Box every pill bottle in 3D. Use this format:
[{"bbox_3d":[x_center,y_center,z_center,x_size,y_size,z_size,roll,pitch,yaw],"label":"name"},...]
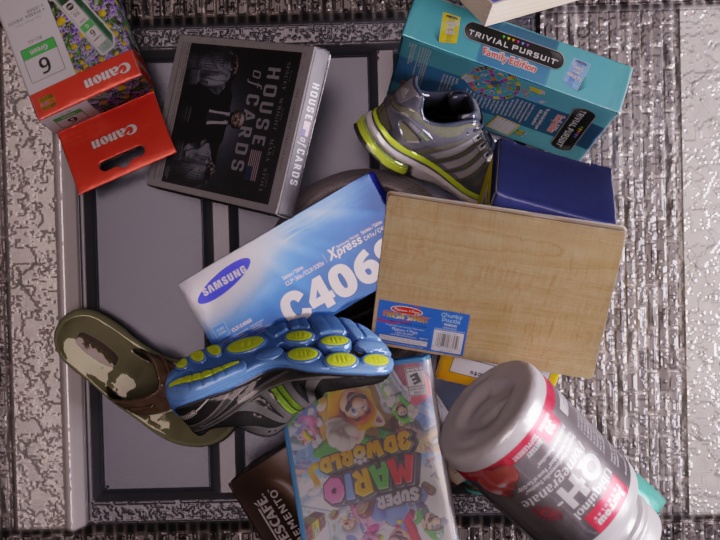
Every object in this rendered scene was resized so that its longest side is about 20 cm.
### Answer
[{"bbox_3d":[0.171,0.181,1.117,0.111,0.111,0.200,-46,110,2],"label":"pill bottle"}]

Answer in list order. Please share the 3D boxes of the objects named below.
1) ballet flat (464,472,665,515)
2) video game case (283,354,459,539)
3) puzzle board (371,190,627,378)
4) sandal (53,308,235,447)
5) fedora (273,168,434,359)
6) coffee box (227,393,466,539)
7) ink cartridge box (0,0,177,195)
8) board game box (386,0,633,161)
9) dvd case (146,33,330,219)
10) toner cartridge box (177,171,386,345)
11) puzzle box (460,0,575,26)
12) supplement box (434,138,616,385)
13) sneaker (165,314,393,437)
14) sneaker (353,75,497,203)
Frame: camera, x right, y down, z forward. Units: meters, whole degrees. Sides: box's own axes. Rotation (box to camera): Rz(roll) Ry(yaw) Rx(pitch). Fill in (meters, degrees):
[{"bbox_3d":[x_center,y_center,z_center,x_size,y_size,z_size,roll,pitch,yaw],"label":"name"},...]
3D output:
[{"bbox_3d":[0.196,0.187,1.217,0.198,0.067,0.071,7,99,2],"label":"ballet flat"},{"bbox_3d":[0.008,0.183,1.140,0.142,0.018,0.202,-9,93,13],"label":"video game case"},{"bbox_3d":[0.113,0.013,1.090,0.198,0.017,0.152,9,123,4],"label":"puzzle board"},{"bbox_3d":[-0.209,0.108,1.228,0.200,0.057,0.080,28,92,0],"label":"sandal"},{"bbox_3d":[0.000,0.000,1.205,0.176,0.090,0.201,24,99,2],"label":"fedora"},{"bbox_3d":[-0.007,0.187,1.195,0.199,0.080,0.114,-34,89,14],"label":"coffee box"},{"bbox_3d":[-0.259,-0.186,1.207,0.108,0.050,0.201,-23,78,2],"label":"ink cartridge box"},{"bbox_3d":[0.130,-0.172,1.167,0.198,0.151,0.047,19,78,0],"label":"board game box"},{"bbox_3d":[-0.116,-0.136,1.173,0.199,0.025,0.152,14,92,45],"label":"dvd case"},{"bbox_3d":[-0.053,0.002,1.142,0.199,0.043,0.095,-30,92,9],"label":"toner cartridge box"},{"bbox_3d":[0.105,-0.303,1.154,0.132,0.026,0.200,-22,59,-31],"label":"puzzle box"},{"bbox_3d":[0.145,0.003,1.153,0.108,0.110,0.201,15,121,-1],"label":"supplement box"},{"bbox_3d":[-0.068,0.096,1.114,0.198,0.071,0.083,-14,128,5],"label":"sneaker"},{"bbox_3d":[0.095,-0.116,1.169,0.199,0.074,0.081,14,134,-35],"label":"sneaker"}]
